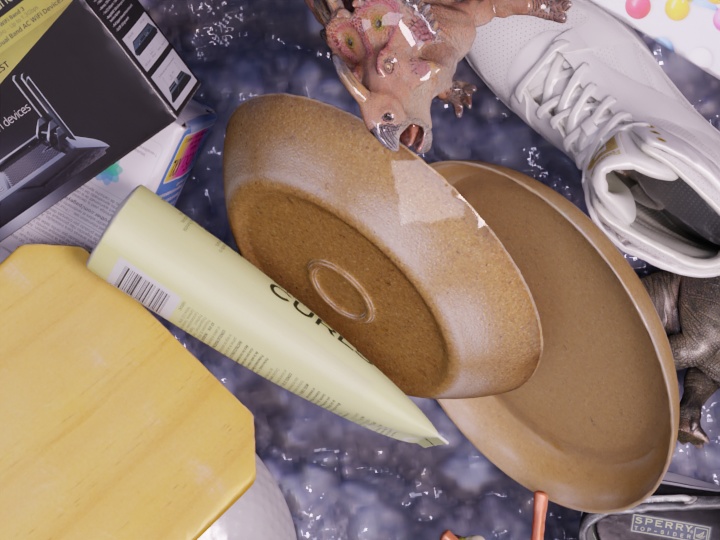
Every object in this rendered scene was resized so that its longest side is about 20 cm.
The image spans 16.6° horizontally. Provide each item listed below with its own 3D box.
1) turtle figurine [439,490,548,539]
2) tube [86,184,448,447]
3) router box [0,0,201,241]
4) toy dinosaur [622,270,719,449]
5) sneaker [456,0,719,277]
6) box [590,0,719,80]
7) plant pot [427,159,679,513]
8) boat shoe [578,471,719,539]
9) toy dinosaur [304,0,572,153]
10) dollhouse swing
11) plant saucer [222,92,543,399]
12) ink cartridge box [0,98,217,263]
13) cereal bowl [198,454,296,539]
[{"bbox_3d":[0.010,0.184,1.299,0.160,0.065,0.201,10,119,-22],"label":"turtle figurine"},{"bbox_3d":[-0.043,0.032,1.237,0.199,0.058,0.052,35,123,-2],"label":"tube"},{"bbox_3d":[-0.204,-0.093,1.210,0.199,0.052,0.158,-31,105,22],"label":"router box"},{"bbox_3d":[0.192,0.039,1.250,0.199,0.077,0.103,18,65,19],"label":"toy dinosaur"},{"bbox_3d":[0.120,-0.075,1.219,0.200,0.116,0.074,40,107,5],"label":"sneaker"},{"bbox_3d":[0.197,-0.176,1.223,0.199,0.041,0.157,33,104,6],"label":"box"},{"bbox_3d":[0.088,0.029,1.234,0.200,0.027,0.201,34,142,32],"label":"plant pot"},{"bbox_3d":[0.210,0.141,1.260,0.198,0.068,0.074,13,102,10],"label":"boat shoe"},{"bbox_3d":[0.005,-0.131,1.199,0.200,0.135,0.086,39,111,44],"label":"toy dinosaur"},{"bbox_3d":[-0.177,0.119,1.273,0.200,0.176,0.182,43,146,6],"label":"dollhouse swing"},{"bbox_3d":[0.000,0.000,1.226,0.200,0.200,0.035,40,64,3],"label":"plant saucer"},{"bbox_3d":[-0.181,-0.022,1.310,0.136,0.076,0.201,28,102,8],"label":"ink cartridge box"},{"bbox_3d":[-0.136,0.170,1.332,0.198,0.083,0.202,2,101,11],"label":"cereal bowl"}]
